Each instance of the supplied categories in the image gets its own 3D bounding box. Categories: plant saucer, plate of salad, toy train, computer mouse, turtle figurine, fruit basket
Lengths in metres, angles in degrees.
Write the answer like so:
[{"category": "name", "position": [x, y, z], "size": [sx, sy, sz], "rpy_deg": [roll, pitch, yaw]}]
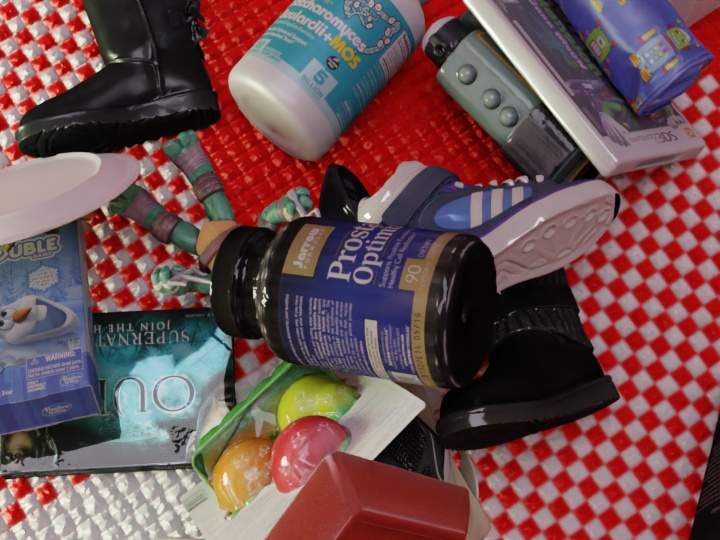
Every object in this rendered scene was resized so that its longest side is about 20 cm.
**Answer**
[{"category": "plant saucer", "position": [-0.015, 0.234, 1.018], "size": [0.037, 0.199, 0.201], "rpy_deg": [43, 101, 36]}, {"category": "plate of salad", "position": [-0.274, -0.049, 1.161], "size": [0.197, 0.200, 0.049], "rpy_deg": [-18, 113, -6]}, {"category": "toy train", "position": [0.137, -0.148, 1.219], "size": [0.200, 0.114, 0.085], "rpy_deg": [48, 115, 13]}, {"category": "computer mouse", "position": [0.000, 0.000, 1.174], "size": [0.046, 0.140, 0.202], "rpy_deg": [-33, 77, 17]}, {"category": "turtle figurine", "position": [-0.117, -0.021, 1.191], "size": [0.149, 0.101, 0.200], "rpy_deg": [-36, 62, -20]}, {"category": "fruit basket", "position": [-0.046, 0.146, 1.071], "size": [0.185, 0.200, 0.094], "rpy_deg": [-43, 114, -9]}]

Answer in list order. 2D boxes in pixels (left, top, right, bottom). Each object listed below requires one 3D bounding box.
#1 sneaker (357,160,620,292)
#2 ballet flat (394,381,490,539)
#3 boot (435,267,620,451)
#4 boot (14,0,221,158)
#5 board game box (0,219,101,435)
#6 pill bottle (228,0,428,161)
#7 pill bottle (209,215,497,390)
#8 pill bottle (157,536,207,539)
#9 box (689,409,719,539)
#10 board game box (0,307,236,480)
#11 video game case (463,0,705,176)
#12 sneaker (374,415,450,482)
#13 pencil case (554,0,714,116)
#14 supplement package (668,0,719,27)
[{"category": "sneaker", "position": [0.094, -0.058, 1.145], "size": [0.198, 0.081, 0.147], "rpy_deg": [-27, 55, -14]}, {"category": "ballet flat", "position": [0.052, 0.141, 1.166], "size": [0.069, 0.070, 0.202], "rpy_deg": [-21, 76, -7]}, {"category": "boot", "position": [0.114, 0.056, 1.145], "size": [0.210, 0.079, 0.160], "rpy_deg": [-6, 70, -49]}, {"category": "boot", "position": [-0.224, -0.195, 1.259], "size": [0.195, 0.073, 0.165], "rpy_deg": [-13, 75, -12]}, {"category": "board game box", "position": [-0.321, 0.048, 1.158], "size": [0.197, 0.044, 0.201], "rpy_deg": [-12, 49, -4]}, {"category": "pill bottle", "position": [-0.017, -0.203, 1.244], "size": [0.110, 0.111, 0.201], "rpy_deg": [37, 75, 10]}, {"category": "pill bottle", "position": [-0.007, 0.020, 1.039], "size": [0.197, 0.112, 0.113], "rpy_deg": [7, 71, 24]}, {"category": "pill bottle", "position": [-0.126, 0.313, 1.077], "size": [0.111, 0.113, 0.203], "rpy_deg": [9, 73, 2]}, {"category": "box", "position": [0.378, 0.193, 1.116], "size": [0.197, 0.124, 0.199], "rpy_deg": [18, 71, 4]}, {"category": "board game box", "position": [-0.204, 0.103, 1.186], "size": [0.197, 0.028, 0.137], "rpy_deg": [-3, 72, -2]}, {"category": "video game case", "position": [0.198, -0.171, 1.216], "size": [0.181, 0.023, 0.201], "rpy_deg": [-13, 62, -53]}, {"category": "sneaker", "position": [0.002, 0.204, 1.091], "size": [0.080, 0.086, 0.202], "rpy_deg": [25, 93, 22]}, {"category": "pencil case", "position": [0.212, -0.224, 1.199], "size": [0.077, 0.087, 0.201], "rpy_deg": [-28, 73, -26]}, {"category": "supplement package", "position": [0.307, -0.307, 1.280], "size": [0.199, 0.110, 0.114], "rpy_deg": [-34, 76, -12]}]
